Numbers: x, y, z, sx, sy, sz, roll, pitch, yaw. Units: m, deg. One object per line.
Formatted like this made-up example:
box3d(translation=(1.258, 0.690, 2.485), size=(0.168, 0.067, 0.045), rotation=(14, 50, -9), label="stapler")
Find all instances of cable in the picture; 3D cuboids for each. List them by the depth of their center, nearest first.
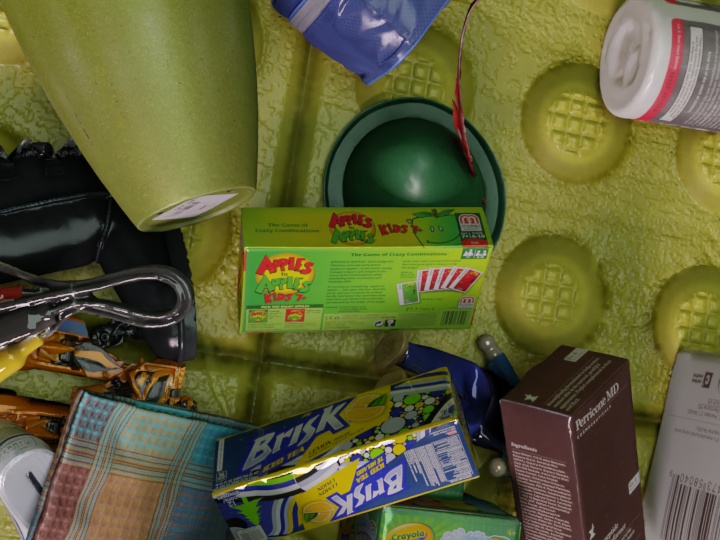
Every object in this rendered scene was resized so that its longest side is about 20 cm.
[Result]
box3d(translation=(-0.225, 0.021, 0.849), size=(0.198, 0.050, 0.098), rotation=(-18, 91, -4), label="cable")

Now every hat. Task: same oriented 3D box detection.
box3d(translation=(0.063, -0.077, 0.933), size=(0.165, 0.176, 0.201), rotation=(-36, 98, -12), label="hat")

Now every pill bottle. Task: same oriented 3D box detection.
box3d(translation=(0.328, -0.181, 1.040), size=(0.198, 0.111, 0.112), rotation=(6, 88, -14), label="pill bottle")

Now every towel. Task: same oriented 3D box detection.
box3d(translation=(-0.163, 0.177, 0.892), size=(0.199, 0.022, 0.148), rotation=(24, 82, -51), label="towel")

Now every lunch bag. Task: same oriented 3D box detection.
box3d(translation=(0.022, -0.271, 0.947), size=(0.132, 0.136, 0.201), rotation=(39, 80, -12), label="lunch bag")

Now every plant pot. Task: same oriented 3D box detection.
box3d(translation=(-0.153, -0.138, 0.856), size=(0.186, 0.187, 0.202), rotation=(-16, 84, -14), label="plant pot")

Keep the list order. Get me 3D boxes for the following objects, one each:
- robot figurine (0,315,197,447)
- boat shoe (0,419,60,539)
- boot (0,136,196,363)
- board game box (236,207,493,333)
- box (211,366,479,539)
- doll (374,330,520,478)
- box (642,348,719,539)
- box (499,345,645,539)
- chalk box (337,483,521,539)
box3d(translation=(-0.227, 0.099, 0.915), size=(0.198, 0.058, 0.146), rotation=(10, 89, -14), label="robot figurine")
box3d(translation=(-0.233, 0.192, 0.890), size=(0.072, 0.062, 0.201), rotation=(-28, 129, -19), label="boat shoe")
box3d(translation=(-0.220, -0.013, 0.894), size=(0.161, 0.073, 0.200), rotation=(-8, 71, -21), label="boot")
box3d(translation=(0.000, 0.000, 0.945), size=(0.198, 0.102, 0.048), rotation=(-1, 46, -10), label="board game box")
box3d(translation=(-0.013, 0.147, 0.897), size=(0.198, 0.070, 0.065), rotation=(-18, 120, 6), label="box")
box3d(translation=(0.104, 0.113, 0.992), size=(0.199, 0.048, 0.137), rotation=(27, 46, -26), label="doll")
box3d(translation=(0.377, 0.186, 1.002), size=(0.170, 0.199, 0.202), rotation=(16, 85, -15), label="box")
box3d(translation=(0.183, 0.177, 0.969), size=(0.100, 0.075, 0.202), rotation=(-33, 120, -41), label="box")
box3d(translation=(0.051, 0.244, 0.954), size=(0.124, 0.124, 0.202), rotation=(7, 87, -15), label="chalk box")
